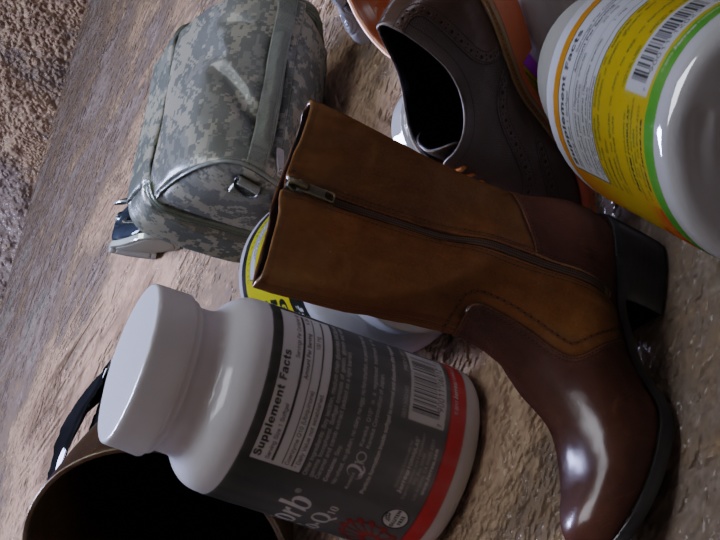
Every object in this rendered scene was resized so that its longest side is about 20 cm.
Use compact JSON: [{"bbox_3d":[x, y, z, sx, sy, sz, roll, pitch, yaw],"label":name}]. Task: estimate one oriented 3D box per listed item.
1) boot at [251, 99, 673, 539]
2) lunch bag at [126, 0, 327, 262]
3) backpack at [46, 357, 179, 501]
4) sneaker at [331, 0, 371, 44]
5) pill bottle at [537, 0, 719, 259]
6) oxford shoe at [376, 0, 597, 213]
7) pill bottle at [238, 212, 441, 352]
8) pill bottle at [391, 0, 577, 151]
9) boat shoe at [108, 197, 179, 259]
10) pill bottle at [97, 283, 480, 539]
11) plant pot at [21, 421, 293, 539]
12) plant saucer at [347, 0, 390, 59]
[{"bbox_3d":[0.047,0.026,0.865,0.068,0.199,0.190,-42,33,56],"label":"boot"},{"bbox_3d":[-0.102,-0.124,1.583,0.168,0.138,0.201,137,147,-57],"label":"lunch bag"},{"bbox_3d":[-0.171,0.157,1.524,0.167,0.126,0.201,-31,41,47],"label":"backpack"},{"bbox_3d":[0.029,-0.237,1.416,0.200,0.113,0.076,52,-156,-71],"label":"sneaker"},{"bbox_3d":[0.147,-0.074,0.819,0.200,0.110,0.112,-135,66,-71],"label":"pill bottle"},{"bbox_3d":[0.061,-0.063,0.957,0.071,0.201,0.073,5,40,49],"label":"oxford shoe"},{"bbox_3d":[0.000,0.000,1.185,0.200,0.112,0.113,170,118,-71],"label":"pill bottle"},{"bbox_3d":[0.089,-0.111,1.044,0.200,0.104,0.105,142,143,-61],"label":"pill bottle"},{"bbox_3d":[-0.231,-0.048,2.015,0.200,0.074,0.062,161,116,-79],"label":"boat shoe"},{"bbox_3d":[-0.042,0.083,1.077,0.116,0.199,0.117,-161,90,-73],"label":"pill bottle"},{"bbox_3d":[-0.126,0.152,1.344,0.188,0.186,0.200,-61,7,28],"label":"plant pot"},{"bbox_3d":[0.055,-0.232,1.252,0.200,0.032,0.202,14,109,47],"label":"plant saucer"}]
